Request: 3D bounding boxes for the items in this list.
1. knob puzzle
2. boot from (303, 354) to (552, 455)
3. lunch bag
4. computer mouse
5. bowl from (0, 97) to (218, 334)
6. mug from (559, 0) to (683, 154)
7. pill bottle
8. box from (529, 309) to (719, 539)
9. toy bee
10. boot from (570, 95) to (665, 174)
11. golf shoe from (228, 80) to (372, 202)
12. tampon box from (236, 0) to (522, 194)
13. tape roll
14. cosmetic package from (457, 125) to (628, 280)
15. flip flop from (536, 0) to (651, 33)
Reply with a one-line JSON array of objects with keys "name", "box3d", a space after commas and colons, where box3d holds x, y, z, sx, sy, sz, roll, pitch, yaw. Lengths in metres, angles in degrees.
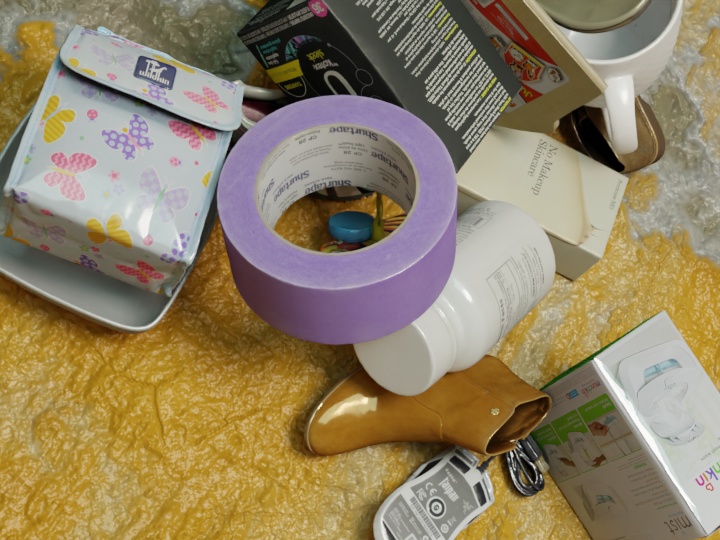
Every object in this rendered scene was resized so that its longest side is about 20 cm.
[{"name": "knob puzzle", "box3d": [0.119, -0.208, 1.150, 0.219, 0.220, 0.031, 40, 66, 1]}, {"name": "boot", "box3d": [0.062, 0.133, 1.119, 0.200, 0.144, 0.072, -26, 123, -26]}, {"name": "lunch bag", "box3d": [-0.200, -0.106, 1.060, 0.168, 0.127, 0.202, 23, 62, -12]}, {"name": "computer mouse", "box3d": [0.084, 0.203, 1.157, 0.199, 0.044, 0.110, -32, 87, -28]}, {"name": "bowl", "box3d": [-0.239, -0.051, 1.136, 0.198, 0.075, 0.202, 27, 68, -5]}, {"name": "mug", "box3d": [0.239, -0.212, 1.201, 0.146, 0.175, 0.203, -10, 75, 8]}, {"name": "pill bottle", "box3d": [0.084, 0.026, 1.127, 0.115, 0.114, 0.200, 49, 47, 4]}, {"name": "box", "box3d": [0.249, 0.159, 1.130, 0.096, 0.200, 0.177, -30, 81, -22]}, {"name": "toy bee", "box3d": [0.000, 0.000, 1.166, 0.199, 0.109, 0.132, -31, 126, -14]}, {"name": "boot", "box3d": [0.245, -0.194, 1.311, 0.075, 0.074, 0.201, -24, 81, -36]}, {"name": "golf shoe", "box3d": [-0.054, -0.126, 1.206, 0.198, 0.088, 0.078, 15, 67, -11]}, {"name": "tampon box", "box3d": [0.018, -0.191, 1.130, 0.200, 0.149, 0.127, 50, 62, -21]}, {"name": "tape roll", "box3d": [-0.018, -0.045, 1.038, 0.197, 0.085, 0.202, -2, 56, 3]}, {"name": "cosmetic package", "box3d": [0.160, -0.085, 1.258, 0.198, 0.073, 0.104, 25, 66, -5]}, {"name": "flip flop", "box3d": [0.169, -0.279, 1.108, 0.199, 0.058, 0.082, 33, 85, 16]}]
